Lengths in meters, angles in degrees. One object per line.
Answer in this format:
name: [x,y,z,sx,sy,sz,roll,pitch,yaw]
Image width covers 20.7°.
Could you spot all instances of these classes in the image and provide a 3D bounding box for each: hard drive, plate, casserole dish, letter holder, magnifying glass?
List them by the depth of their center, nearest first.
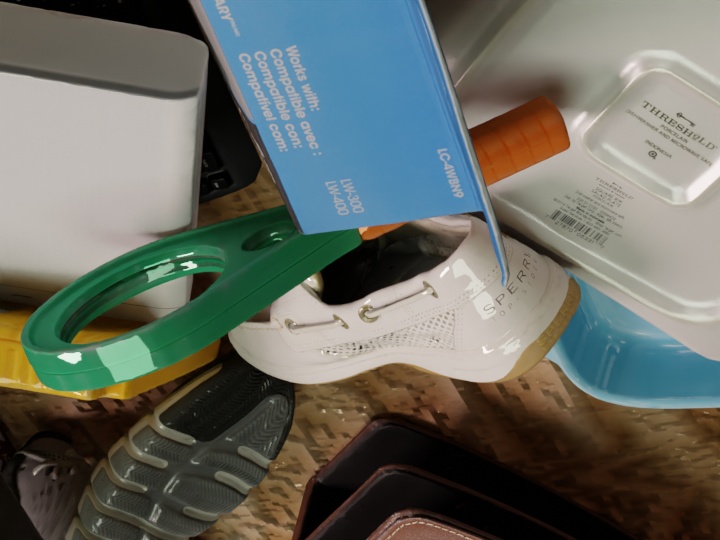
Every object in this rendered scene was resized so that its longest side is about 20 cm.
magnifying glass: [-0.023,-0.011,0.677,0.200,0.080,0.022,-23,111,-3]
plate: [0.112,-0.056,0.702,0.199,0.032,0.200,30,135,-12]
hard drive: [-0.124,-0.035,0.707,0.132,0.027,0.200,9,156,-3]
casserole dish: [0.161,0.002,0.793,0.200,0.039,0.121,-4,134,22]
letter holder: [0.081,0.150,0.930,0.200,0.101,0.142,29,134,-14]

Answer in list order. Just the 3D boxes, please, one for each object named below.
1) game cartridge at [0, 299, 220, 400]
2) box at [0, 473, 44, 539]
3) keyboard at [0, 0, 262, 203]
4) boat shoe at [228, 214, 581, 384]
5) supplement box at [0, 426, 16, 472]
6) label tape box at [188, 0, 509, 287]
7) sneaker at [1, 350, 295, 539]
game cartridge: [-0.173,0.017,0.835,0.200,0.176,0.032,8,95,8]
box: [-0.261,0.110,0.816,0.200,0.197,0.117,5,119,-39]
keyboard: [-0.115,-0.084,0.703,0.104,0.040,0.200,-14,131,14]
boat shoe: [0.000,0.000,0.792,0.200,0.071,0.069,-4,137,51]
supplement box: [-0.278,0.112,1.028,0.200,0.061,0.109,-2,135,21]
label tape box: [-0.024,-0.093,0.630,0.066,0.200,0.143,-23,130,0]
sneaker: [-0.123,0.095,0.955,0.200,0.116,0.075,-49,130,8]
